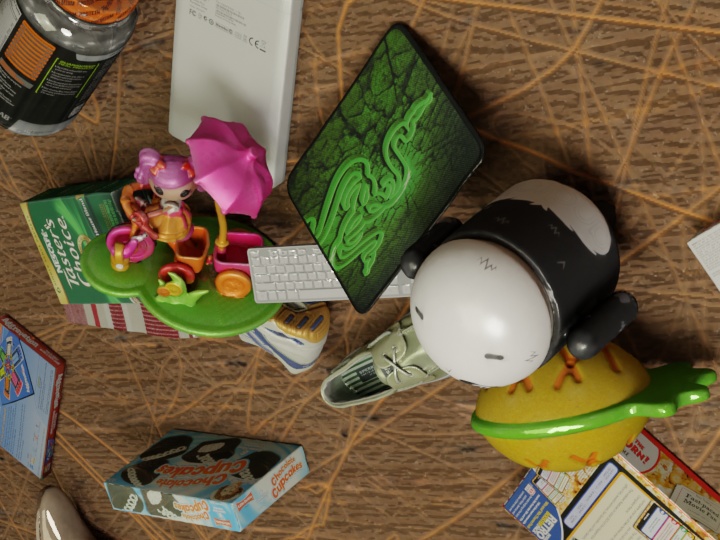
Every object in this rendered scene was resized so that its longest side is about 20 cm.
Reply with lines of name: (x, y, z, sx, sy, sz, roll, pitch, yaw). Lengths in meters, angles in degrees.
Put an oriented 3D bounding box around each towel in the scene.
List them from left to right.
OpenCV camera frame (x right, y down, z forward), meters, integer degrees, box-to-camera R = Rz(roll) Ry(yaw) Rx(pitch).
towel: (-0.256, -0.003, 1.710, 0.198, 0.023, 0.146, 6, 117, 37)

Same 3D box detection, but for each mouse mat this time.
mouse mat: (0.016, -0.085, 1.352, 0.201, 0.007, 0.162, -54, 53, 32)

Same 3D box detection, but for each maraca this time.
maraca: (0.184, 0.103, 1.286, 0.197, 0.137, 0.108, -9, 104, 21)

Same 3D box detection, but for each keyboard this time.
keyboard: (0.000, 0.000, 1.421, 0.197, 0.011, 0.057, -3, 114, 8)

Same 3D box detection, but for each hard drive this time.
hard drive: (-0.116, -0.189, 1.464, 0.131, 0.027, 0.202, 29, 131, 25)

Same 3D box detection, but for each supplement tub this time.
supplement tub: (-0.287, -0.227, 1.522, 0.123, 0.122, 0.200, 51, 137, 3)

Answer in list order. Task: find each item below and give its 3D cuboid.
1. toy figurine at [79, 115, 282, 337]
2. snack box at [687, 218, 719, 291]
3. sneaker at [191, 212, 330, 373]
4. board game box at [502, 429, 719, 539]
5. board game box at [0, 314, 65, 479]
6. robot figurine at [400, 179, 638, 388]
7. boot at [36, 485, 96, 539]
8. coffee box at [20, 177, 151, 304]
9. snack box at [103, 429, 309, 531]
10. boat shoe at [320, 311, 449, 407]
toy figurine: (-0.154, -0.060, 1.453, 0.197, 0.151, 0.185, 8, 136, -3)
snack box: (0.331, -0.035, 1.168, 0.072, 0.024, 0.200, 55, 137, 0)
sneaker: (-0.118, 0.027, 1.568, 0.200, 0.075, 0.089, 40, 144, 21)
board game box: (0.236, 0.221, 1.396, 0.200, 0.046, 0.152, 42, 136, 13)
board game box: (-0.407, 0.155, 1.944, 0.102, 0.019, 0.201, 34, 134, 19)
robot figurine: (0.124, 0.008, 1.249, 0.149, 0.200, 0.126, -18, 104, 45)
boot: (-0.309, 0.360, 1.950, 0.145, 0.070, 0.202, 5, 120, 31)
coffee box: (-0.266, -0.027, 1.636, 0.199, 0.044, 0.124, 0, 115, 52)
snack box: (-0.164, 0.219, 1.697, 0.198, 0.116, 0.038, 2, 117, 40)
boat shoe: (0.040, 0.084, 1.471, 0.072, 0.062, 0.199, 55, 136, -1)
